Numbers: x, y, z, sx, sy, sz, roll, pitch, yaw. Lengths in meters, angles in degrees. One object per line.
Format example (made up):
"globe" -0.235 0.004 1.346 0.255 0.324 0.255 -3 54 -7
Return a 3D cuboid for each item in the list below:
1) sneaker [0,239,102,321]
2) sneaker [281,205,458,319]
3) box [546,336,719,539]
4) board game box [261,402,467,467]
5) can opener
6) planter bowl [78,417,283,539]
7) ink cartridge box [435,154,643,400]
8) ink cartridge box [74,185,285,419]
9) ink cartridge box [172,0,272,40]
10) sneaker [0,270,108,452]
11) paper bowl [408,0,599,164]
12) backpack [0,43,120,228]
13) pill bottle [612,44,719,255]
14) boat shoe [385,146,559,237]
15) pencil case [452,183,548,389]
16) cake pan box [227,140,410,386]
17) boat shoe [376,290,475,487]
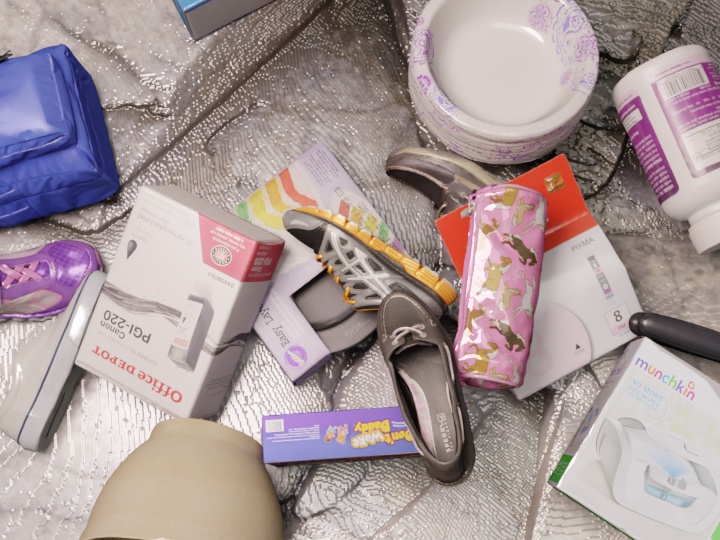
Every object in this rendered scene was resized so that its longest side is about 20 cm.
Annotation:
"sneaker" -0.374 0.014 1.152 0.197 0.089 0.082 -15 77 -3
"sneaker" 0.000 0.000 1.104 0.198 0.078 0.078 32 90 8
"box" 0.319 0.196 1.094 0.198 0.097 0.178 33 86 7
"board game box" 0.006 0.166 1.088 0.196 0.135 0.046 -4 78 1
"can opener" 0.370 0.083 1.114 0.197 0.063 0.080 22 77 -13
"planter bowl" -0.162 0.228 1.061 0.196 0.201 0.137 9 61 3
"ink cartridge box" 0.189 0.008 1.126 0.161 0.057 0.202 -27 106 -4
"ink cartridge box" -0.185 0.033 1.111 0.144 0.085 0.203 25 100 14
"ink cartridge box" -0.175 -0.390 1.228 0.143 0.084 0.202 -28 79 -4
"sneaker" -0.326 0.087 1.137 0.070 0.073 0.203 25 87 3
"paper bowl" 0.149 -0.209 1.165 0.197 0.105 0.204 1 69 -3
"backpack" -0.381 -0.143 1.145 0.197 0.168 0.165 -17 72 2
"pill bottle" 0.355 -0.125 1.149 0.111 0.112 0.203 -21 80 -3
"boat shoe" 0.114 -0.072 1.164 0.197 0.075 0.074 22 80 7
"pencil case" 0.134 0.018 1.070 0.085 0.083 0.204 6 84 11
"cake pan box" -0.054 -0.005 1.167 0.183 0.052 0.201 -36 81 -3
"boat shoe" 0.060 0.099 1.006 0.066 0.057 0.203 -19 63 2
